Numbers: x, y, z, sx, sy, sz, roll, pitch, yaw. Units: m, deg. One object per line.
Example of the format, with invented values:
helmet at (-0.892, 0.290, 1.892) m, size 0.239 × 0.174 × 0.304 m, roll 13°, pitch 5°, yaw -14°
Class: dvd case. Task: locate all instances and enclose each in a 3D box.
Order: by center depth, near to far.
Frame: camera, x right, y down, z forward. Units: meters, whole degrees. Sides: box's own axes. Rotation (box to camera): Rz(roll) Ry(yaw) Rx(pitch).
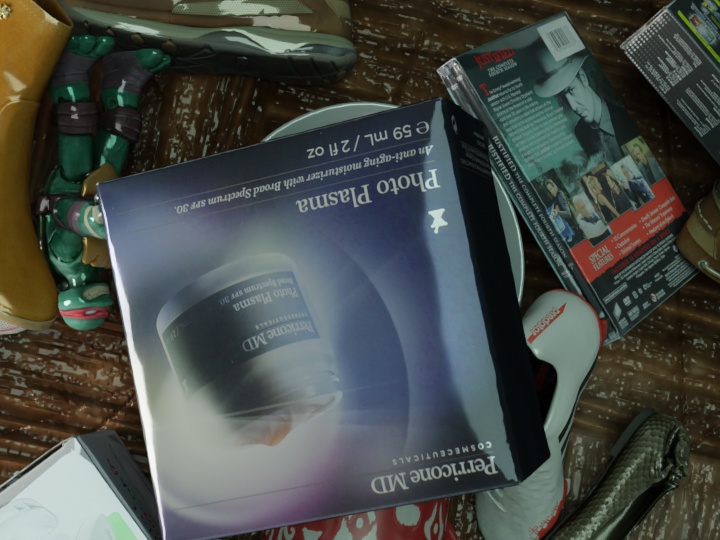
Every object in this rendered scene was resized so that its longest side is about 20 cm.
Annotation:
dvd case at (0.144, -0.066, 0.891) m, size 0.146 × 0.022 × 0.201 m, roll -30°, pitch 90°, yaw -47°

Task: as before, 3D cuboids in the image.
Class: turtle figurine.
turtle figurine at (-0.156, -0.038, 0.846) m, size 0.100 × 0.150 × 0.202 m, roll -1°, pitch 90°, yaw 8°

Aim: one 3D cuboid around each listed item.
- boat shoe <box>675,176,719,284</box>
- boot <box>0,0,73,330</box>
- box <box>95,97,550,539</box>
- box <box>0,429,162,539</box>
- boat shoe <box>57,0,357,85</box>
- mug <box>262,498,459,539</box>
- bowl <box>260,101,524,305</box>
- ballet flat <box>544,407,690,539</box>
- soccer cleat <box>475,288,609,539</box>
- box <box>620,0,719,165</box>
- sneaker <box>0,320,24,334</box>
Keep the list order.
boat shoe at (0.296, 0.010, 0.919) m, size 0.199 × 0.076 × 0.074 m, roll 36°, pitch 124°, yaw -14°
boot at (-0.206, -0.082, 0.780) m, size 0.144 × 0.071 × 0.201 m, roll -46°, pitch 75°, yaw 18°
box at (-0.016, 0.030, 0.746) m, size 0.198 × 0.123 × 0.200 m, roll -13°, pitch 87°, yaw 15°
box at (-0.211, 0.187, 0.803) m, size 0.199 × 0.176 × 0.097 m, roll -36°, pitch 89°, yaw -8°
boat shoe at (-0.100, -0.171, 0.899) m, size 0.198 × 0.076 × 0.073 m, roll 6°, pitch 81°, yaw -14°
mug at (-0.002, 0.213, 0.864) m, size 0.132 × 0.177 × 0.202 m, roll 4°, pitch 78°, yaw 33°
bowl at (0.000, 0.000, 0.880) m, size 0.199 × 0.090 × 0.203 m, roll 0°, pitch 85°, yaw -6°
ballet flat at (0.154, 0.179, 0.890) m, size 0.046 × 0.067 × 0.200 m, roll 31°, pitch 77°, yaw 30°
soccer cleat at (0.098, 0.103, 0.848) m, size 0.068 × 0.085 × 0.201 m, roll 31°, pitch 125°, yaw 27°
box at (0.276, -0.109, 0.892) m, size 0.200 × 0.044 × 0.160 m, roll 49°, pitch 44°, yaw 0°
sneaker at (-0.280, -0.012, 0.833) m, size 0.199 × 0.088 × 0.082 m, roll 31°, pitch 106°, yaw -26°
